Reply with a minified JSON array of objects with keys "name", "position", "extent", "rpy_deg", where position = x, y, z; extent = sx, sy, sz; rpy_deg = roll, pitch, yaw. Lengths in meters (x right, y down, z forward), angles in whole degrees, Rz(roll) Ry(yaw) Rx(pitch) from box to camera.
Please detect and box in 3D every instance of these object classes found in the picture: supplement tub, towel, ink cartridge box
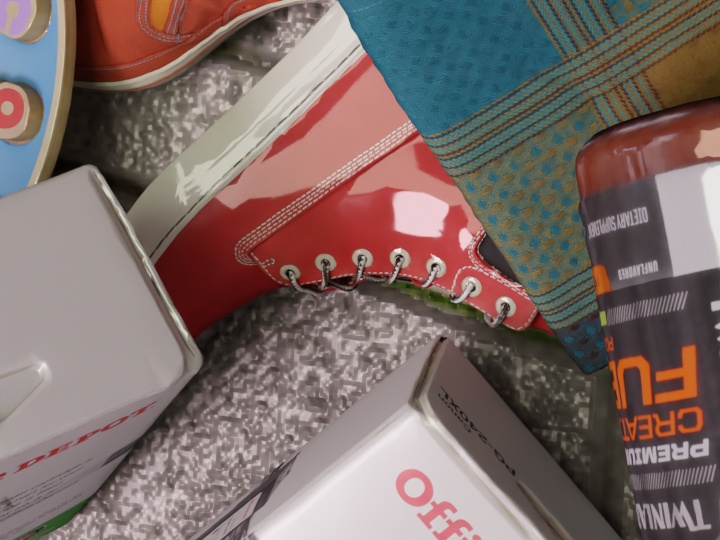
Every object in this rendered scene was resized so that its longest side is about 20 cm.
[{"name":"supplement tub","position":[0.132,0.049,0.688],"extent":[0.106,0.107,0.202],"rpy_deg":[-12,85,22]},{"name":"towel","position":[0.093,-0.063,0.737],"extent":[0.146,0.200,0.022],"rpy_deg":[-28,39,10]},{"name":"ink cartridge box","position":[0.001,0.144,0.816],"extent":[0.200,0.083,0.145],"rpy_deg":[-40,96,18]},{"name":"ink cartridge box","position":[-0.158,0.057,0.808],"extent":[0.084,0.145,0.200],"rpy_deg":[61,151,10]}]

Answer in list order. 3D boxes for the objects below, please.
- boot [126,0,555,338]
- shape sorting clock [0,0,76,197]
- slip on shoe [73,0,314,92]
[{"name":"boot","position":[0.000,0.000,0.837],"extent":[0.200,0.072,0.144],"rpy_deg":[-44,78,14]},{"name":"shape sorting clock","position":[-0.185,-0.082,0.903],"extent":[0.199,0.039,0.202],"rpy_deg":[-5,82,43]},{"name":"slip on shoe","position":[-0.065,-0.117,0.837],"extent":[0.199,0.061,0.075],"rpy_deg":[-14,67,46]}]
